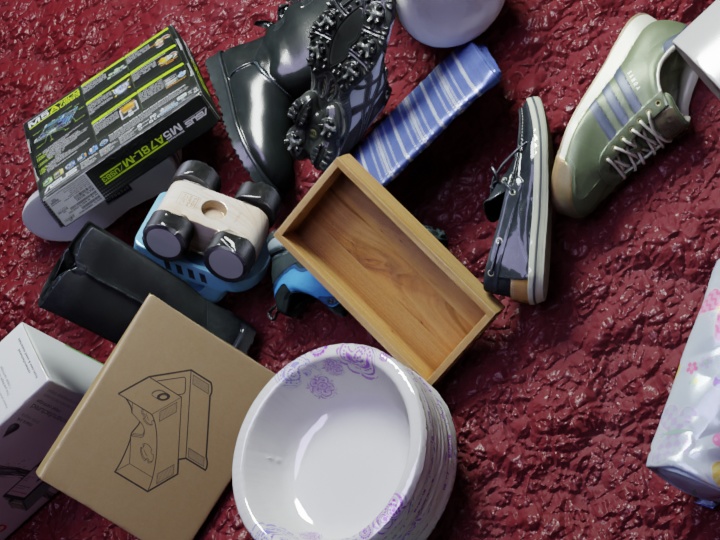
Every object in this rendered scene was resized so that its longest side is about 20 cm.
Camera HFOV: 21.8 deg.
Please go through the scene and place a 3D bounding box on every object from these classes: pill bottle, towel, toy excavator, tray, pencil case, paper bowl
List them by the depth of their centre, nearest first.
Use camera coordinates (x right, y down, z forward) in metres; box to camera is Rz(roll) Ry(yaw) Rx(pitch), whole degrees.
[{"bbox_3d":[0.300,0.088,1.502,0.090,0.083,0.201,11,75,38],"label":"pencil case"},{"bbox_3d":[-0.006,0.174,1.651,0.199,0.104,0.202,-14,62,28],"label":"paper bowl"},{"bbox_3d":[0.025,0.000,1.683,0.200,0.037,0.099,45,113,10],"label":"tray"},{"bbox_3d":[0.052,-0.133,1.761,0.200,0.024,0.145,-45,18,10],"label":"towel"},{"bbox_3d":[0.054,-0.309,1.813,0.116,0.116,0.200,-44,40,9],"label":"pill bottle"},{"bbox_3d":[-0.188,-0.009,1.858,0.193,0.201,0.100,20,46,4],"label":"toy excavator"}]

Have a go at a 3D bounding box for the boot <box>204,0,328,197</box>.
[{"bbox_3d":[-0.061,-0.186,1.877,0.162,0.073,0.199,-29,57,12],"label":"boot"}]

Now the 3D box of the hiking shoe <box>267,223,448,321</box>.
[{"bbox_3d":[0.000,0.000,1.758,0.199,0.074,0.088,-6,80,37],"label":"hiking shoe"}]

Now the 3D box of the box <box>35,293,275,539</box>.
[{"bbox_3d":[-0.185,0.148,1.755,0.201,0.163,0.021,-57,17,-2],"label":"box"}]

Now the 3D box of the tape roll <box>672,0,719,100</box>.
[{"bbox_3d":[0.366,-0.157,1.495,0.139,0.202,0.203,-43,52,9],"label":"tape roll"}]

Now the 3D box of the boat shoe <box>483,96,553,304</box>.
[{"bbox_3d":[0.141,-0.066,1.675,0.062,0.075,0.202,1,68,12],"label":"boat shoe"}]

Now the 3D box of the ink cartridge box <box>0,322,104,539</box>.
[{"bbox_3d":[-0.347,0.165,1.854,0.200,0.146,0.084,-42,54,11],"label":"ink cartridge box"}]

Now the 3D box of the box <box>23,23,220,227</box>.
[{"bbox_3d":[-0.251,-0.153,1.936,0.199,0.048,0.193,-34,29,3],"label":"box"}]

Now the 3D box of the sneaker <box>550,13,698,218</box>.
[{"bbox_3d":[0.245,-0.133,1.647,0.089,0.067,0.201,18,76,43],"label":"sneaker"}]

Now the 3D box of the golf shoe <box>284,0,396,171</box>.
[{"bbox_3d":[-0.007,-0.194,1.788,0.078,0.094,0.201,38,122,19],"label":"golf shoe"}]

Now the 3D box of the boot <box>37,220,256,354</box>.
[{"bbox_3d":[-0.219,0.071,1.774,0.065,0.199,0.166,4,64,59],"label":"boot"}]

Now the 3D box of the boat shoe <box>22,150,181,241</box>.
[{"bbox_3d":[-0.271,-0.096,1.981,0.199,0.071,0.070,-26,29,26],"label":"boat shoe"}]
